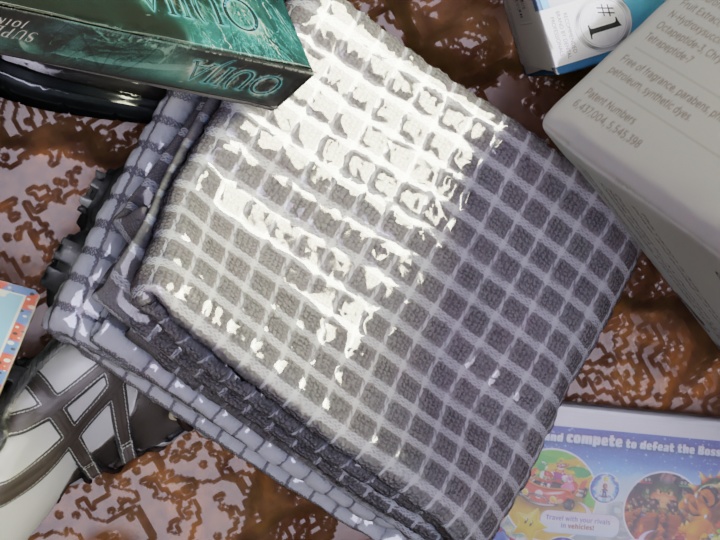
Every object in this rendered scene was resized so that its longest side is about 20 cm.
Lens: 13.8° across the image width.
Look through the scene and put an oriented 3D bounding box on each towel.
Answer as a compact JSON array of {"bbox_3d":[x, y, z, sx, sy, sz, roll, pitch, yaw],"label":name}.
[{"bbox_3d":[0.000,0.000,1.170,0.200,0.086,0.166,35,72,-20],"label":"towel"}]

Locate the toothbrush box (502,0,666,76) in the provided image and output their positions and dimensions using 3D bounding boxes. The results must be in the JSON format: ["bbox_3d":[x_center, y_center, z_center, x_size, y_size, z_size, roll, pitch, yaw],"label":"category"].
[{"bbox_3d":[0.147,-0.175,1.209,0.200,0.085,0.147,-16,95,-5],"label":"toothbrush box"}]

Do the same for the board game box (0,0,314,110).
[{"bbox_3d":[-0.113,-0.131,1.066,0.028,0.200,0.135,-38,60,32],"label":"board game box"}]

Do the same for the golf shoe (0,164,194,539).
[{"bbox_3d":[-0.106,0.059,1.202,0.094,0.078,0.200,27,91,-6],"label":"golf shoe"}]

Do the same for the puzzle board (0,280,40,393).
[{"bbox_3d":[-0.206,0.038,1.055,0.151,0.200,0.017,16,120,-1],"label":"puzzle board"}]

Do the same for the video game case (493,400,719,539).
[{"bbox_3d":[0.093,0.156,1.255,0.143,0.018,0.200,6,93,-5],"label":"video game case"}]

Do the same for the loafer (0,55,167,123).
[{"bbox_3d":[-0.158,-0.113,1.192,0.200,0.073,0.072,20,87,-7],"label":"loafer"}]

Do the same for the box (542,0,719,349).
[{"bbox_3d":[0.216,-0.019,1.104,0.171,0.200,0.199,-43,123,-2],"label":"box"}]
